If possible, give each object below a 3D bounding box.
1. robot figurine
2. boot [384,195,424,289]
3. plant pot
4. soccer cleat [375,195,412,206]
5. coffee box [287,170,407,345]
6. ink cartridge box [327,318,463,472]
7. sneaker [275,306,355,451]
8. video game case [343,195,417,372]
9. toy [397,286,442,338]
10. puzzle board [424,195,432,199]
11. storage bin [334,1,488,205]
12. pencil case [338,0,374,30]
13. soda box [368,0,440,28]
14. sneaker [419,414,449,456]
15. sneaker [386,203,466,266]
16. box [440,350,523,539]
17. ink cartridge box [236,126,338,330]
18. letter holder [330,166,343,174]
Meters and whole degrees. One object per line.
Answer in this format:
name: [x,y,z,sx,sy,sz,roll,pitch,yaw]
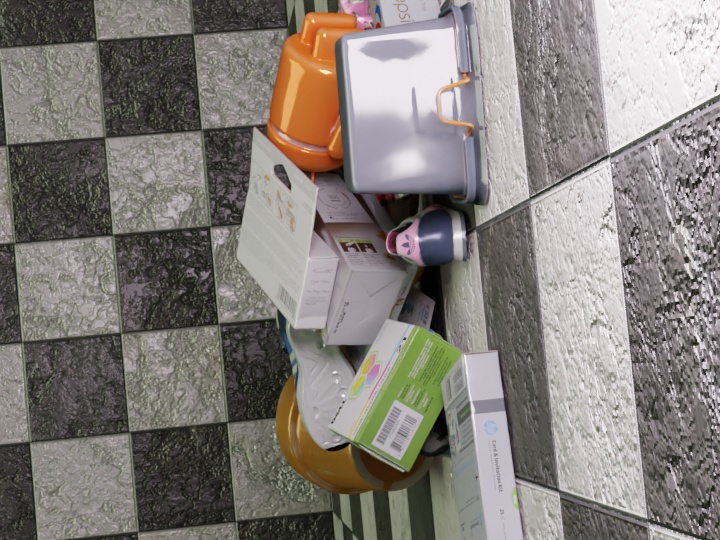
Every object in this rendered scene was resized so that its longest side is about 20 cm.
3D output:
robot figurine: [-0.047,-0.201,1.697,0.117,0.143,0.201,-39,-30,-52]
boot: [0.028,-0.052,1.817,0.144,0.070,0.202,-61,34,35]
plant pot: [0.010,0.212,1.918,0.183,0.199,0.202,-164,68,-66]
soccer cleat: [0.050,-0.127,1.651,0.200,0.068,0.086,161,93,-77]
coffee box: [-0.028,-0.018,1.730,0.200,0.079,0.115,61,140,44]
ink cartridge box: [0.024,0.136,1.668,0.148,0.076,0.200,-61,20,-7]
sneaker: [-0.055,0.111,1.821,0.147,0.080,0.201,-117,12,-72]
video game case: [0.000,0.000,1.788,0.200,0.023,0.183,62,142,43]
toy: [0.065,0.071,1.835,0.200,0.047,0.116,-136,55,-70]
puzzle board: [0.070,-0.199,1.749,0.200,0.017,0.152,-107,14,-58]
storage bin: [0.048,-0.159,1.443,0.146,0.133,0.202,-145,50,-82]
pencil case: [0.016,-0.259,1.757,0.087,0.082,0.201,-82,-9,-71]
soda box: [0.048,-0.300,1.621,0.064,0.068,0.201,96,167,-55]
sneaker: [0.066,0.198,1.736,0.080,0.075,0.200,-57,6,5]
sneaker: [0.065,-0.039,1.612,0.200,0.081,0.071,175,90,-84]
box: [0.122,0.196,1.471,0.156,0.041,0.202,107,158,-74]
ink cartridge box: [-0.083,-0.053,1.700,0.200,0.044,0.177,46,131,53]
letter holder: [0.000,-0.119,1.952,0.101,0.142,0.200,-55,6,30]
